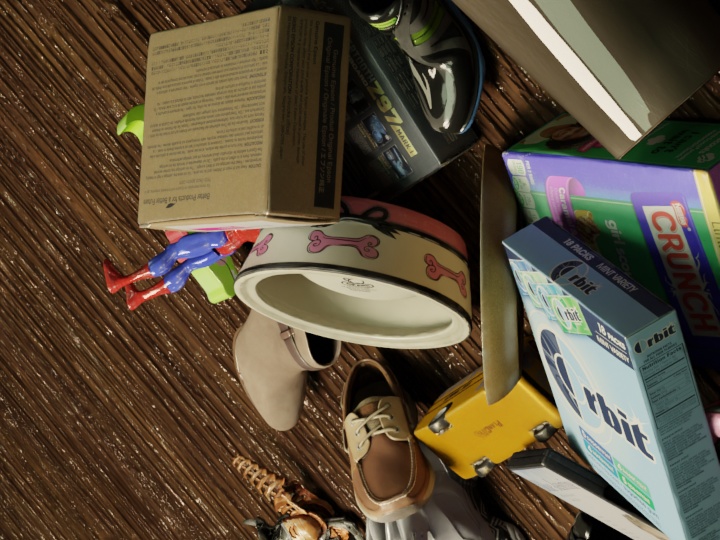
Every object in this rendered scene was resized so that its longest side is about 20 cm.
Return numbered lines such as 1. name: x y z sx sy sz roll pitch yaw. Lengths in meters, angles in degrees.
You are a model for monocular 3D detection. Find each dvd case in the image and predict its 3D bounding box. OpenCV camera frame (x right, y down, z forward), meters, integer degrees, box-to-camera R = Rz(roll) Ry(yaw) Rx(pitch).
1. dvd case: 0.215 0.194 1.663 0.200 0.018 0.143 30 172 -3

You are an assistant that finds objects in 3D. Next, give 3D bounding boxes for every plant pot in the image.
1. plant pot: 0.110 0.003 1.624 0.027 0.200 0.200 -1 128 6

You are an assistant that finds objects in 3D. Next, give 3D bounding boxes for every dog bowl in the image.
1. dog bowl: 0.000 0.000 1.752 0.200 0.074 0.200 11 163 3

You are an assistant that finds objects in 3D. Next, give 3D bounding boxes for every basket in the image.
1. basket: 0.148 -0.185 1.418 0.200 0.136 0.180 48 164 3

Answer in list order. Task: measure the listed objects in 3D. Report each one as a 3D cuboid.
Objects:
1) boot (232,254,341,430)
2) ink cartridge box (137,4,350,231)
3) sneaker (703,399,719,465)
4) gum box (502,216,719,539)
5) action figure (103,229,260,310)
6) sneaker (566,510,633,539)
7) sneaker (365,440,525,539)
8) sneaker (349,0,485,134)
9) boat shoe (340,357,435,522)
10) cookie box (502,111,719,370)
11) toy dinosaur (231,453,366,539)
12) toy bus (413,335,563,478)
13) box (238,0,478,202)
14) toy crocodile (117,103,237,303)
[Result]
1. boot: -0.062 0.068 1.966 0.146 0.070 0.200 19 125 61
2. ink cartridge box: -0.095 -0.116 1.692 0.200 0.075 0.165 -1 85 54
3. sneaker: 0.277 0.135 1.529 0.095 0.079 0.200 62 179 4
4. gum box: 0.183 0.081 1.508 0.170 0.045 0.200 43 157 55
5. action figure: -0.136 -0.046 1.930 0.065 0.200 0.099 47 -153 -57
6. sneaker: 0.199 0.248 1.816 0.200 0.070 0.100 -7 106 51
7. sneaker: 0.075 0.247 1.924 0.075 0.115 0.200 -18 105 57
8. sneaker: 0.034 -0.192 1.604 0.071 0.083 0.200 10 127 49
9. boat shoe: 0.015 0.147 1.868 0.200 0.076 0.072 -107 -8 -61
10. cookie box: 0.217 -0.021 1.525 0.200 0.075 0.171 8 127 49
11. toy dinosaur: -0.059 0.270 2.171 0.136 0.102 0.200 -35 75 35
12. toy bus: 0.118 0.114 1.774 0.065 0.078 0.200 43 148 -4
13. box: -0.009 -0.154 1.727 0.200 0.051 0.158 57 148 -1
14. toy crocodile: -0.166 -0.063 1.995 0.067 0.062 0.200 -12 99 56
